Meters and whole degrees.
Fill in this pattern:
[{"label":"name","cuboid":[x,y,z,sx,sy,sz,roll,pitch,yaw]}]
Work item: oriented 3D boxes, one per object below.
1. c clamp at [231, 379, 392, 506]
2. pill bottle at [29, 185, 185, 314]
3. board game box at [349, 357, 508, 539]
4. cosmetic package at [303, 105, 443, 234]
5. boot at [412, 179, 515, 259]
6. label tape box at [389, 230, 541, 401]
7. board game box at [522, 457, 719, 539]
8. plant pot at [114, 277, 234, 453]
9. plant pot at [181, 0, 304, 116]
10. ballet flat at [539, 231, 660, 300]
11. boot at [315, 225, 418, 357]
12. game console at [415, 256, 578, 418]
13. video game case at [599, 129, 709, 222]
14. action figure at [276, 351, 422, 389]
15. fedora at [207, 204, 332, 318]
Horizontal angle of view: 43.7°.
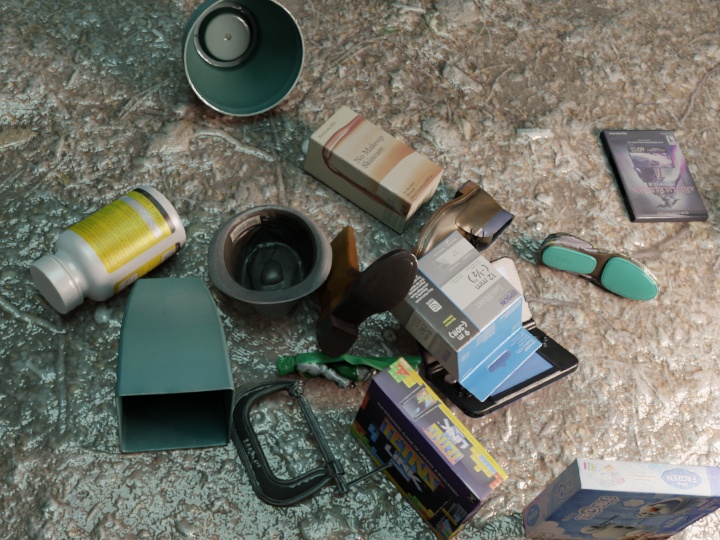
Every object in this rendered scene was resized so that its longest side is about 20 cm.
[{"label":"c clamp","cuboid":[-0.080,0.223,1.198,0.171,0.027,0.200,-30,66,-9]},{"label":"pill bottle","cuboid":[-0.355,-0.027,1.265,0.111,0.111,0.200,42,58,16]},{"label":"board game box","cuboid":[0.080,0.233,1.151,0.057,0.165,0.200,-32,68,-28]},{"label":"cosmetic package","cuboid":[0.020,-0.164,1.448,0.200,0.087,0.103,33,58,11]},{"label":"boot","cuboid":[0.163,-0.062,1.419,0.097,0.075,0.200,33,55,14]},{"label":"label tape box","cuboid":[0.148,0.061,1.249,0.143,0.066,0.200,-37,73,-28]},{"label":"board game box","cuboid":[0.333,0.296,1.141,0.199,0.200,0.043,6,57,-8]},{"label":"plant pot","cuboid":[-0.248,0.114,1.185,0.141,0.141,0.200,-2,50,-13]},{"label":"plant pot","cuboid":[-0.208,-0.375,1.495,0.200,0.201,0.134,-11,33,-18]},{"label":"ballet flat","cuboid":[0.386,-0.015,1.443,0.200,0.072,0.072,21,55,1]},{"label":"boot","cuboid":[0.000,0.000,1.252,0.068,0.188,0.200,24,27,-20]},{"label":"game console","cuboid":[0.190,0.091,1.290,0.200,0.118,0.171,-22,37,-23]},{"label":"video game case","cuboid":[0.522,-0.171,1.601,0.143,0.019,0.200,-2,57,-13]},{"label":"action figure","cuboid":[-0.019,0.137,1.244,0.200,0.118,0.055,4,84,9]},{"label":"fedora","cuboid":[-0.129,-0.001,1.299,0.177,0.090,0.200,-9,49,-9]}]
